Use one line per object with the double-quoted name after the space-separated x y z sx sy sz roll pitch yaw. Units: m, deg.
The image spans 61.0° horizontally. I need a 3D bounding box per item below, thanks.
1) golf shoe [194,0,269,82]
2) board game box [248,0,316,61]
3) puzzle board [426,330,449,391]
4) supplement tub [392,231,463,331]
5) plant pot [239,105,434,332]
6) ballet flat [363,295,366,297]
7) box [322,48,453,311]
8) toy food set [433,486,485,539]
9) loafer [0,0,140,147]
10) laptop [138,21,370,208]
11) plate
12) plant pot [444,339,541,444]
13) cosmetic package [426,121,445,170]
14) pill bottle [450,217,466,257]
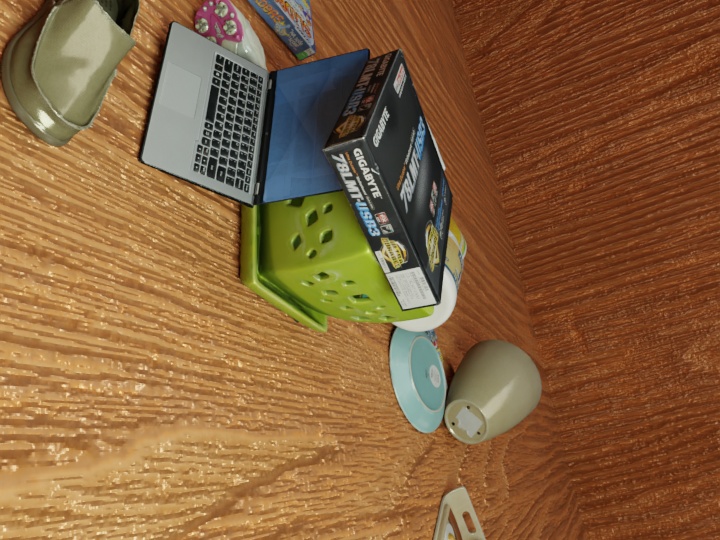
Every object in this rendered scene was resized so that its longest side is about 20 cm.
-0.140 -0.245 0.784 0.091 0.074 0.203 -33 106 -71 "golf shoe"
-0.141 -0.454 0.982 0.200 0.034 0.138 34 43 -58 "board game box"
0.133 0.188 1.203 0.199 0.017 0.153 -12 85 -68 "puzzle board"
0.112 0.004 1.113 0.146 0.143 0.200 65 23 -18 "supplement tub"
-0.034 -0.043 0.742 0.199 0.179 0.203 42 37 -54 "plant pot"
0.000 0.000 0.938 0.201 0.071 0.073 61 23 -45 "ballet flat"
0.042 -0.098 0.644 0.201 0.049 0.200 -73 145 -49 "box"
0.177 0.489 1.029 0.145 0.060 0.200 68 22 -13 "toy food set"
-0.236 -0.192 0.512 0.076 0.067 0.203 45 35 -50 "loafer"
-0.103 -0.179 0.645 0.198 0.115 0.190 20 58 -32 "laptop"
0.114 0.189 1.106 0.200 0.025 0.203 36 45 -45 "plate"
0.255 0.266 1.260 0.199 0.185 0.190 -26 98 -55 "plant pot"
0.085 -0.189 1.121 0.200 0.070 0.103 122 -53 -78 "cosmetic package"
0.146 -0.089 1.310 0.200 0.110 0.113 47 33 -48 "pill bottle"
